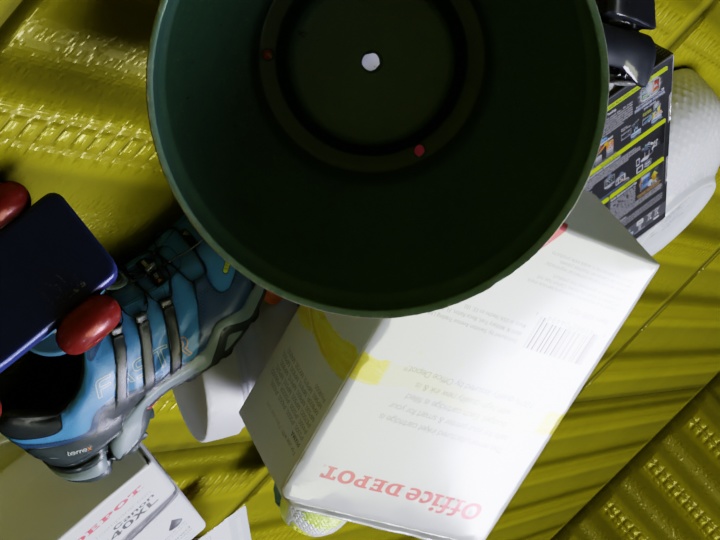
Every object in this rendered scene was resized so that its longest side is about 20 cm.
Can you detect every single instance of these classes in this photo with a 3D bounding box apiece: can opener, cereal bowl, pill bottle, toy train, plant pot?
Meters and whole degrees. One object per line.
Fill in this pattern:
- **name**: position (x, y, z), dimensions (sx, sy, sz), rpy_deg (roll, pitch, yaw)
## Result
- **can opener**: position (0.136, -0.151, 1.241), dimensions (0.063, 0.079, 0.199), rpy_deg (-7, 180, 32)
- **cereal bowl**: position (0.233, -0.067, 1.598), dimensions (0.200, 0.083, 0.200), rpy_deg (-38, 163, -13)
- **pill bottle**: position (-0.014, 0.033, 1.151), dimensions (0.198, 0.116, 0.116), rpy_deg (-13, 154, -17)
- **toy train**: position (-0.206, 0.051, 0.915), dimensions (0.200, 0.085, 0.116), rpy_deg (-39, 176, -11)
- **plant pot**: position (0.006, -0.092, 0.885), dimensions (0.200, 0.200, 0.134), rpy_deg (-45, -171, 8)

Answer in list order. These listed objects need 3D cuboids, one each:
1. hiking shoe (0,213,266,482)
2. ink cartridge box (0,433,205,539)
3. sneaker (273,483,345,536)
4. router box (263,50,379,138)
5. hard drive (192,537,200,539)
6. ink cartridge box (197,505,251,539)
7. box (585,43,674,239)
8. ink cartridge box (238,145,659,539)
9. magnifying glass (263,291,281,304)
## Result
- **hiking shoe**: position (-0.121, 0.027, 1.044), dimensions (0.201, 0.074, 0.087), rpy_deg (-54, 143, 2)
- **ink cartridge box**: position (-0.188, 0.156, 1.185), dimensions (0.145, 0.083, 0.200), rpy_deg (-40, 163, -8)
- **sneaker**: position (-0.011, 0.120, 1.562), dimensions (0.200, 0.076, 0.105), rpy_deg (-52, -161, -14)
- **router box**: position (0.021, -0.119, 1.048), dimensions (0.179, 0.049, 0.200), rpy_deg (-45, 163, 8)
- **hard drive**: position (-0.190, 0.305, 1.645), dimensions (0.200, 0.025, 0.132), rpy_deg (-45, 163, 9)
- **ink cartridge box**: position (-0.176, 0.264, 1.512), dimensions (0.200, 0.057, 0.163), rpy_deg (-40, 155, -21)
- **box**: position (0.144, -0.058, 1.393), dimensions (0.199, 0.044, 0.161), rpy_deg (-35, 140, -27)
- **ink cartridge box**: position (0.045, 0.039, 1.055), dimensions (0.144, 0.084, 0.201), rpy_deg (18, 112, -33)
- **magnifying glass**: position (0.014, -0.058, 1.064), dimensions (0.200, 0.022, 0.080), rpy_deg (-47, 162, 7)
